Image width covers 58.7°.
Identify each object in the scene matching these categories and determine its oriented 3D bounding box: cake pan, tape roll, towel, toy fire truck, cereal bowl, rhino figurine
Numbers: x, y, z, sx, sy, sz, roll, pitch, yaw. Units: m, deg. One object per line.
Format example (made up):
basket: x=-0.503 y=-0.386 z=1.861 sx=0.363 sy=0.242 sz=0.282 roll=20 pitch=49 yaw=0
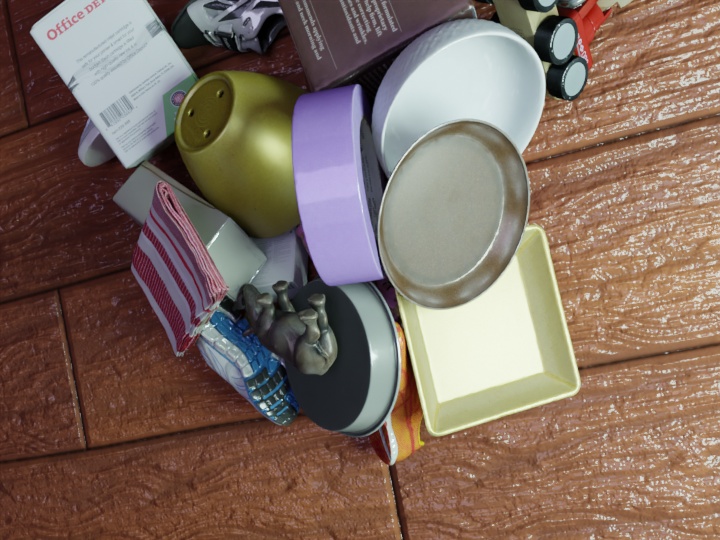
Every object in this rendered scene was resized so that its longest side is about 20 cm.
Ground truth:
cake pan: x=-0.032 y=0.099 z=0.767 sx=0.197 sy=0.036 sz=0.208 roll=6 pitch=98 yaw=49
tape roll: x=-0.015 y=-0.090 z=0.688 sx=0.063 sy=0.200 sz=0.207 roll=-8 pitch=90 yaw=10
towel: x=-0.227 y=0.008 z=0.769 sx=0.146 sy=0.022 sz=0.200 roll=57 pitch=142 yaw=10
toy fire truck: x=0.240 y=-0.310 z=0.688 sx=0.201 sy=0.177 sz=0.128 roll=-48 pitch=43 yaw=-9
cereal bowl: x=0.097 y=-0.179 z=0.700 sx=0.199 sy=0.199 sz=0.084 roll=-42 pitch=45 yaw=14
rhino figurine: x=-0.095 y=0.064 z=0.762 sx=0.197 sy=0.059 sz=0.090 roll=17 pitch=123 yaw=49

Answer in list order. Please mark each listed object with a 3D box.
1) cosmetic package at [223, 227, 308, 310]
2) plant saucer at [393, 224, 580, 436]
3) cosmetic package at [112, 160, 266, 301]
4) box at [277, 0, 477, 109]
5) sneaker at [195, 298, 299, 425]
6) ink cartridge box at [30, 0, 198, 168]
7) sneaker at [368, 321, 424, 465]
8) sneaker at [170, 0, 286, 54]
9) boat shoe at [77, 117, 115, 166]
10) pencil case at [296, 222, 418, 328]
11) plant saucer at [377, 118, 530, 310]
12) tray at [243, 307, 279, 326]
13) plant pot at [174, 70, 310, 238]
cosmetic package: x=-0.167 y=0.007 z=0.871 sx=0.194 sy=0.051 sz=0.085 roll=-11 pitch=60 yaw=18
plant saucer: x=0.143 y=0.068 z=0.760 sx=0.194 sy=0.048 sz=0.207 roll=-13 pitch=88 yaw=-9
cosmetic package: x=-0.225 y=-0.054 z=0.837 sx=0.198 sy=0.104 sz=0.074 roll=31 pitch=77 yaw=33
box: x=0.024 y=-0.305 z=0.753 sx=0.195 sy=0.164 sz=0.170 roll=-23 pitch=85 yaw=17
sneaker: x=-0.157 y=0.123 z=0.850 sx=0.201 sy=0.075 sz=0.086 roll=51 pitch=141 yaw=0
ink cartridge box: x=-0.304 y=-0.262 z=0.844 sx=0.144 sy=0.084 sz=0.203 roll=-34 pitch=102 yaw=0
sneaker: x=0.044 y=0.143 z=0.787 sx=0.073 sy=0.076 sz=0.205 roll=34 pitch=137 yaw=45
sneaker: x=-0.167 y=-0.328 z=0.861 sx=0.195 sy=0.074 sz=0.091 roll=-18 pitch=85 yaw=18
boat shoe: x=-0.350 y=-0.246 z=0.925 sx=0.068 sy=0.072 sz=0.201 roll=42 pitch=104 yaw=14
pencil case: x=0.000 y=0.000 z=0.817 sx=0.203 sy=0.082 sz=0.086 roll=56 pitch=139 yaw=8
plant saucer: x=0.098 y=-0.059 z=0.687 sx=0.032 sy=0.196 sz=0.205 roll=35 pitch=105 yaw=57
tray: x=-0.076 y=0.124 z=0.869 sx=0.195 sy=0.037 sz=0.102 roll=21 pitch=98 yaw=17
plant pot: x=-0.144 y=-0.160 z=0.788 sx=0.195 sy=0.141 sz=0.207 roll=-11 pitch=68 yaw=30
